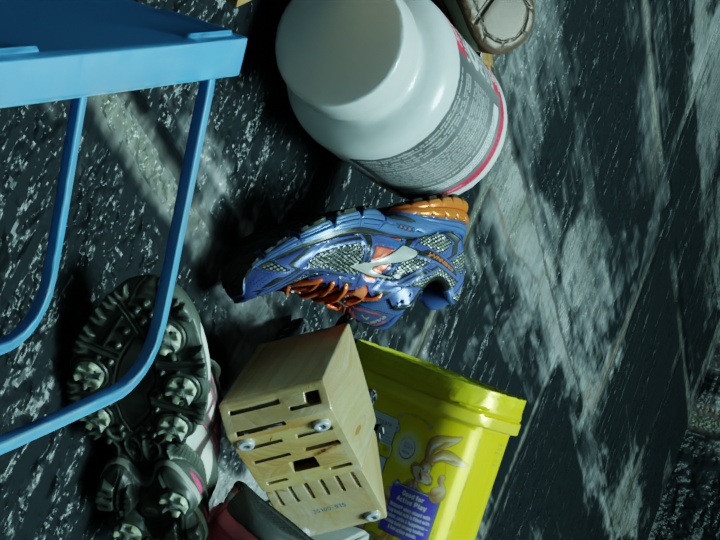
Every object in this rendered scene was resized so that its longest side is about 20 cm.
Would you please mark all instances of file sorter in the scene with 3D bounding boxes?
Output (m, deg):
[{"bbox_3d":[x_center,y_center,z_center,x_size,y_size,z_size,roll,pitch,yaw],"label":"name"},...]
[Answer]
[{"bbox_3d":[-0.162,-0.037,0.485,0.139,0.199,0.124,-24,130,-63],"label":"file sorter"}]

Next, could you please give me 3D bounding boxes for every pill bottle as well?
[{"bbox_3d":[0.019,-0.116,0.997,0.200,0.110,0.112,27,80,-69],"label":"pill bottle"}]

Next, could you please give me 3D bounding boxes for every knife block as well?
[{"bbox_3d":[-0.034,0.066,0.994,0.201,0.063,0.177,66,12,-53],"label":"knife block"}]

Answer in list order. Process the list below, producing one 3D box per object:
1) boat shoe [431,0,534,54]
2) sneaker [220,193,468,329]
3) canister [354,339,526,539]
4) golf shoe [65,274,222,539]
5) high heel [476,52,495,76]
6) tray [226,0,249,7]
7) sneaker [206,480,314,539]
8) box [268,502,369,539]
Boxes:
[{"bbox_3d":[0.053,-0.242,1.049,0.074,0.075,0.204,-23,112,-20],"label":"boat shoe"},{"bbox_3d":[0.000,0.000,1.002,0.199,0.075,0.079,-10,88,-39],"label":"sneaker"},{"bbox_3d":[0.028,0.169,1.185,0.086,0.148,0.202,19,90,-43],"label":"canister"},{"bbox_3d":[-0.113,0.068,0.880,0.088,0.076,0.201,-73,171,-47],"label":"golf shoe"},{"bbox_3d":[0.055,-0.178,1.125,0.201,0.071,0.143,-64,147,-21],"label":"high heel"},{"bbox_3d":[-0.021,-0.237,0.806,0.098,0.037,0.201,-35,156,-40],"label":"tray"},{"bbox_3d":[-0.078,0.190,0.966,0.087,0.074,0.200,-52,180,-20],"label":"sneaker"},{"bbox_3d":[-0.062,0.273,1.126,0.068,0.082,0.202,-3,107,-66],"label":"box"}]
